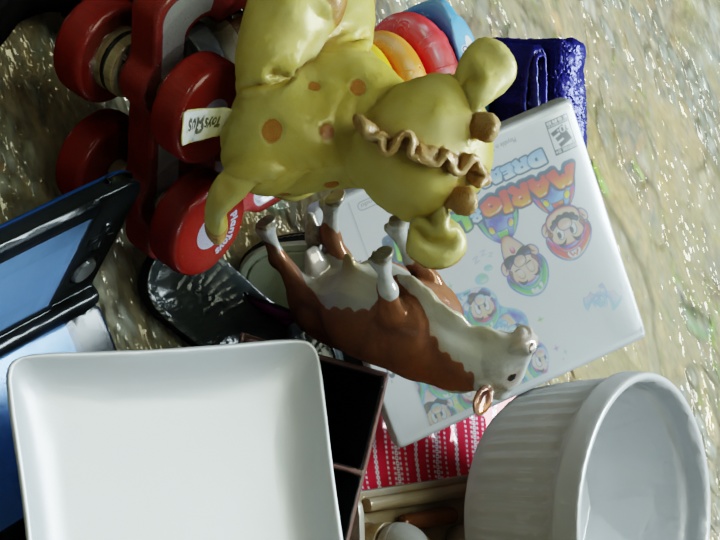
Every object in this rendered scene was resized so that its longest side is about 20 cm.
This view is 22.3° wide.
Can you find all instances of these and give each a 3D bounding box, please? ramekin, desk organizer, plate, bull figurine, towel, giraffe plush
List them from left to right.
[{"bbox_3d":[-0.105,0.145,1.064,0.198,0.032,0.202,-2,78,-28],"label":"plate"},{"bbox_3d":[-0.051,0.149,1.158,0.071,0.077,0.202,20,81,-40],"label":"desk organizer"},{"bbox_3d":[0.009,-0.087,1.062,0.200,0.160,0.174,-50,150,-56],"label":"giraffe plush"},{"bbox_3d":[0.018,0.020,1.139,0.065,0.199,0.122,-42,125,-31],"label":"bull figurine"},{"bbox_3d":[0.050,0.121,1.350,0.199,0.022,0.146,12,68,-43],"label":"towel"},{"bbox_3d":[0.110,-0.072,1.354,0.049,0.147,0.203,-2,97,-30],"label":"towel"},{"bbox_3d":[0.158,0.172,1.287,0.199,0.104,0.203,4,85,-53],"label":"ramekin"}]

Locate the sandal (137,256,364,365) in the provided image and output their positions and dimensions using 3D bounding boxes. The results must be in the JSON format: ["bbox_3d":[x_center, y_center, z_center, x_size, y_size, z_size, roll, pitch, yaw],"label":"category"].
[{"bbox_3d":[-0.062,0.050,1.229,0.200,0.048,0.076,35,70,-29],"label":"sandal"}]

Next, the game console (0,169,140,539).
[{"bbox_3d":[-0.192,0.062,1.062,0.118,0.171,0.199,46,43,12],"label":"game console"}]

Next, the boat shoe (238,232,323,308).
[{"bbox_3d":[0.001,-0.002,1.305,0.197,0.075,0.066,1,33,-21],"label":"boat shoe"}]

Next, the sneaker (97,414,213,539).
[{"bbox_3d":[-0.133,0.162,1.109,0.076,0.080,0.202,2,77,-25],"label":"sneaker"}]

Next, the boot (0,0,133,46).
[{"bbox_3d":[-0.176,-0.171,1.174,0.158,0.079,0.212,46,49,-24],"label":"boot"}]

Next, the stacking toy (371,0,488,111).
[{"bbox_3d":[-0.014,-0.123,1.321,0.198,0.109,0.117,-14,90,-36],"label":"stacking toy"}]

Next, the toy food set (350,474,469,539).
[{"bbox_3d":[0.061,0.222,1.279,0.199,0.060,0.145,-1,90,-45],"label":"toy food set"}]

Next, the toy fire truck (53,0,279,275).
[{"bbox_3d":[-0.096,-0.106,1.153,0.167,0.112,0.202,-32,142,-40],"label":"toy fire truck"}]

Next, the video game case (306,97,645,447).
[{"bbox_3d":[0.083,0.002,1.269,0.198,0.024,0.184,-23,105,-10],"label":"video game case"}]
